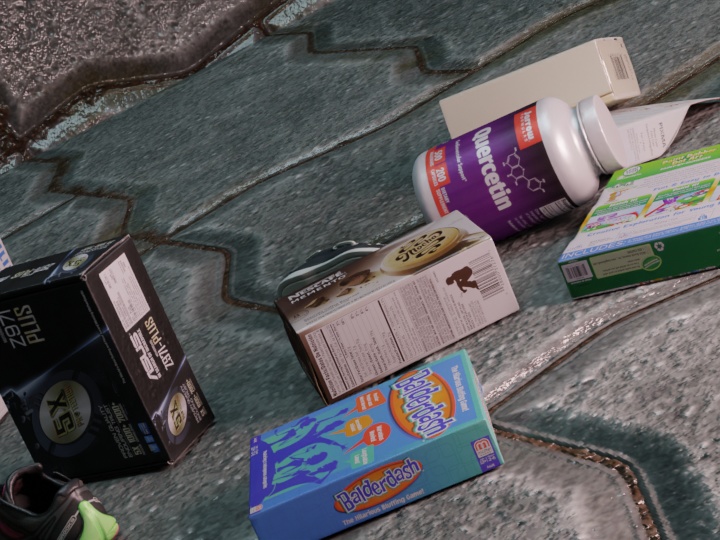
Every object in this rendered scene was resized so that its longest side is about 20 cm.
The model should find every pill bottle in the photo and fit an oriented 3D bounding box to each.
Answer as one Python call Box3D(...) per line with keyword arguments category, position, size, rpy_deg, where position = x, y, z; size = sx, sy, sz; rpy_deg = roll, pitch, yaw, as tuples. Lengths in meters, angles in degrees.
Box3D(category="pill bottle", position=(0.158, -0.099, 1.843), size=(0.198, 0.113, 0.113), rpy_deg=(-24, 17, 20))

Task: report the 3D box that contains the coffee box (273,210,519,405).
Box3D(category="coffee box", position=(0.031, 0.032, 1.710), size=(0.198, 0.080, 0.113), rpy_deg=(-26, 19, -5))

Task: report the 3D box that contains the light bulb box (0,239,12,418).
Box3D(category="light bulb box", position=(-0.464, 0.071, 2.056), size=(0.124, 0.200, 0.200), rpy_deg=(-15, 19, 22))

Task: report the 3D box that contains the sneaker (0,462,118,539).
Box3D(category="sneaker", position=(-0.289, 0.207, 1.630), size=(0.199, 0.084, 0.077), rpy_deg=(-8, 23, 42))

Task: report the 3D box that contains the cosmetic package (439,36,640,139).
Box3D(category="cosmetic package", position=(0.201, -0.193, 2.082), size=(0.198, 0.074, 0.103), rpy_deg=(-21, -1, 28))

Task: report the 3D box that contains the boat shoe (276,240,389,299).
Box3D(category="boat shoe", position=(0.000, 0.000, 1.853), size=(0.199, 0.076, 0.060), rpy_deg=(-7, 30, 41))

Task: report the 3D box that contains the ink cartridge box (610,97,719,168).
Box3D(category="ink cartridge box", position=(0.275, -0.142, 1.979), size=(0.199, 0.048, 0.159), rpy_deg=(-17, 9, -37))

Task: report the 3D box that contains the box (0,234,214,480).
Box3D(category="box", position=(-0.255, 0.086, 1.733), size=(0.162, 0.202, 0.086), rpy_deg=(-12, 20, 33))

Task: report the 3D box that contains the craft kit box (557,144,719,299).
Box3D(category="craft kit box", position=(0.297, -0.055, 1.674), size=(0.198, 0.049, 0.198), rpy_deg=(-14, 23, 31))

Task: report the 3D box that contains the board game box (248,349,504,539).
Box3D(category="board game box", position=(0.008, 0.144, 1.482), size=(0.198, 0.045, 0.152), rpy_deg=(-23, 18, 4))
